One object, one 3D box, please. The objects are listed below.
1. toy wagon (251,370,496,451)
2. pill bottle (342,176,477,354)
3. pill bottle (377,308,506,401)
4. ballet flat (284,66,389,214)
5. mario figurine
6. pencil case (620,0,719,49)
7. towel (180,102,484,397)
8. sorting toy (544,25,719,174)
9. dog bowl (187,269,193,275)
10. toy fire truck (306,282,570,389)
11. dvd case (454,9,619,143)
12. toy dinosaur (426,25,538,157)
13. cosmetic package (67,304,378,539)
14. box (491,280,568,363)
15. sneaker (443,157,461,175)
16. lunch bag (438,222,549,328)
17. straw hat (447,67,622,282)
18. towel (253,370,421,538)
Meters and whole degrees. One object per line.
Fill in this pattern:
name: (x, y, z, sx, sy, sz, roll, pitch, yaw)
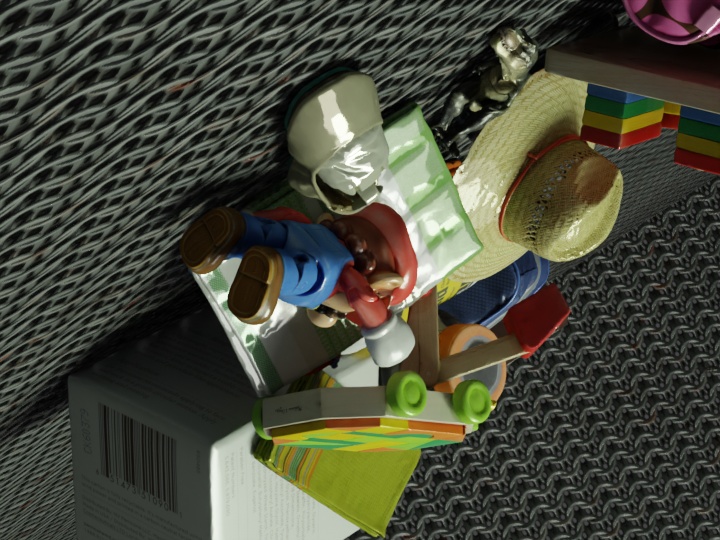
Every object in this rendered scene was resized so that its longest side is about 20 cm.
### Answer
toy wagon: (0.024, 0.108, 1.656, 0.200, 0.040, 0.155, 10, 164, -43)
pill bottle: (0.000, 0.000, 1.785, 0.200, 0.111, 0.111, -28, 171, -37)
pill bottle: (0.027, 0.086, 1.876, 0.200, 0.107, 0.106, -8, -166, 46)
ballet flat: (-0.009, -0.074, 1.413, 0.069, 0.070, 0.200, -33, 173, -6)
mario figurine: (-0.038, 0.012, 1.506, 0.106, 0.124, 0.200, -18, 168, 33)
pencil case: (0.249, -0.201, 1.628, 0.091, 0.094, 0.200, -36, 172, 20)
towel: (-0.019, -0.015, 1.597, 0.200, 0.149, 0.031, -34, -142, -11)
sorting toy: (0.268, -0.127, 1.700, 0.199, 0.199, 0.070, -20, 121, -55)
dog bowl: (-0.033, -0.032, 1.664, 0.200, 0.050, 0.111, -31, 173, -22)
toy fire truck: (0.039, 0.036, 1.668, 0.200, 0.141, 0.049, -33, 173, -8)
dvd case: (0.150, -0.151, 1.840, 0.148, 0.016, 0.200, -35, 174, 5)
toy dinosaur: (0.083, -0.120, 1.623, 0.088, 0.048, 0.200, -39, 178, -10)
cosmetic package: (-0.107, 0.144, 1.808, 0.200, 0.165, 0.166, -26, 127, -42)
box: (0.076, 0.036, 2.169, 0.200, 0.165, 0.166, -34, 173, 2)
sneaker: (0.018, -0.013, 1.916, 0.200, 0.079, 0.075, -35, 172, 12)
lunch bag: (0.071, 0.000, 2.016, 0.200, 0.136, 0.132, -36, 175, 16)
straw hat: (0.156, -0.056, 1.759, 0.201, 0.085, 0.202, -34, 142, -32)
towel: (-0.012, 0.145, 1.777, 0.086, 0.018, 0.200, -61, 144, -9)
